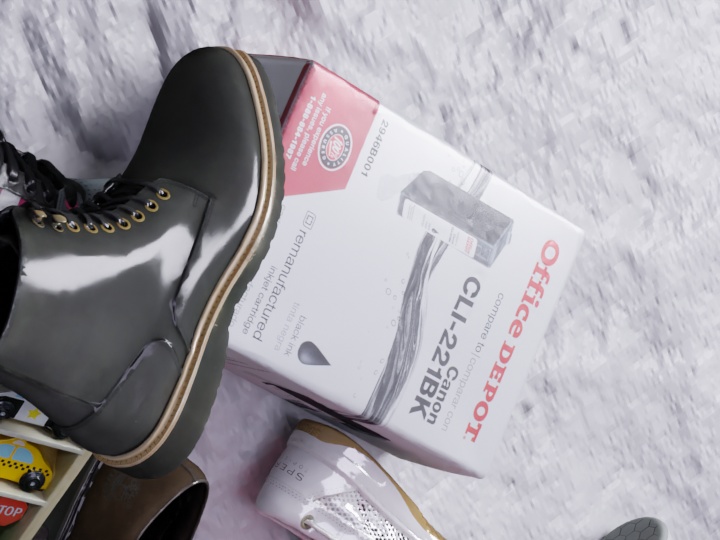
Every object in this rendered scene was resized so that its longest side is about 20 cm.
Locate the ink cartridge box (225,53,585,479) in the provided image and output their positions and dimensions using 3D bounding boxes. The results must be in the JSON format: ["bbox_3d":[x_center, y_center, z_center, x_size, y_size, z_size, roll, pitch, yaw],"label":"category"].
[{"bbox_3d":[0.000,0.000,1.256,0.199,0.084,0.145,29,80,-34],"label":"ink cartridge box"}]

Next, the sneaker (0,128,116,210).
[{"bbox_3d":[-0.173,-0.054,1.134,0.199,0.083,0.122,-12,113,-31],"label":"sneaker"}]

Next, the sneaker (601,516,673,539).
[{"bbox_3d":[0.141,0.261,1.396,0.202,0.077,0.147,-45,116,-22],"label":"sneaker"}]

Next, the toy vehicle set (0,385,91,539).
[{"bbox_3d":[-0.218,0.068,1.114,0.199,0.027,0.125,18,119,-35],"label":"toy vehicle set"}]

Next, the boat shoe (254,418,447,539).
[{"bbox_3d":[0.017,0.165,1.305,0.200,0.071,0.069,46,73,-21],"label":"boat shoe"}]

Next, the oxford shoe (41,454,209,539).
[{"bbox_3d":[-0.127,0.178,1.187,0.073,0.084,0.201,20,89,-63],"label":"oxford shoe"}]

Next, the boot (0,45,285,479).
[{"bbox_3d":[-0.107,-0.026,1.078,0.138,0.077,0.202,34,58,-49],"label":"boot"}]
